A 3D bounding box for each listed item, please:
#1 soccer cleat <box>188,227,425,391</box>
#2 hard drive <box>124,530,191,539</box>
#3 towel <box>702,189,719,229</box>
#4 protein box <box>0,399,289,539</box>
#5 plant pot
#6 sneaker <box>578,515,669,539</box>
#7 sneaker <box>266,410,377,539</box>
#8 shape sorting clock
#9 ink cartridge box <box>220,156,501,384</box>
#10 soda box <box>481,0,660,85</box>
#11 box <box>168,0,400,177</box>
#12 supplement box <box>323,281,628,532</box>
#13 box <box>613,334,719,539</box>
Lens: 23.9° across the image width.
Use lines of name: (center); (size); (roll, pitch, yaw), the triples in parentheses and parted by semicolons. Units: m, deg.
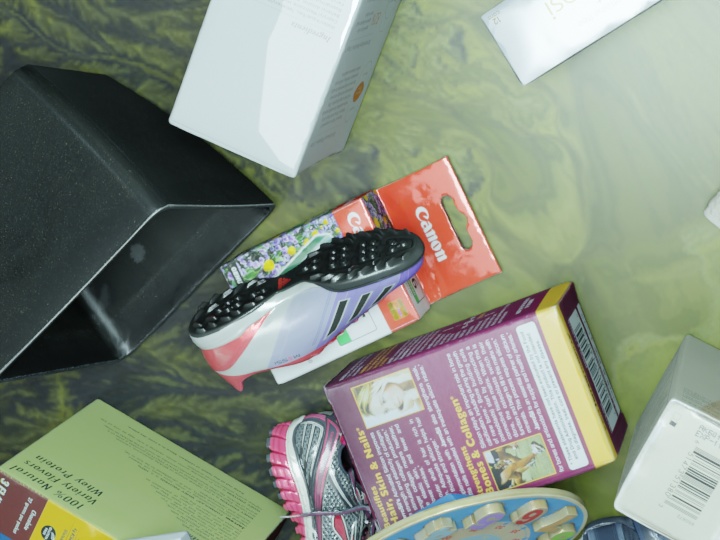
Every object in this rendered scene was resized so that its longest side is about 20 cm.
soccer cleat: (-0.033, 0.029, 1.321); (0.199, 0.068, 0.073); (-23, 119, 13)
hard drive: (-0.207, 0.273, 1.268); (0.199, 0.026, 0.133); (-11, 98, 16)
towel: (0.374, -0.035, 1.266); (0.200, 0.034, 0.133); (37, 106, 5)
protein box: (-0.196, 0.233, 1.377); (0.198, 0.200, 0.135); (29, 106, 7)
plant pot: (-0.223, -0.050, 1.342); (0.199, 0.200, 0.178); (-43, 76, 18)
sneaker: (0.232, 0.286, 1.336); (0.145, 0.077, 0.204); (-15, 88, 5)
sneaker: (-0.012, 0.214, 1.390); (0.074, 0.081, 0.201); (-18, 96, 15)
shape sorting clock: (0.081, 0.217, 1.317); (0.199, 0.200, 0.039); (-21, 64, 17)
ink cartridge box: (0.000, 0.000, 1.358); (0.199, 0.050, 0.109); (-25, 94, 18)
soda box: (0.192, -0.217, 1.256); (0.199, 0.068, 0.064); (-32, 92, 18)
box: (-0.043, -0.190, 1.277); (0.106, 0.152, 0.201); (24, 106, 7)
supplement box: (0.092, 0.108, 1.329); (0.199, 0.103, 0.132); (-20, 95, 17)
box: (0.246, 0.123, 1.242); (0.077, 0.200, 0.095); (28, 107, 7)
